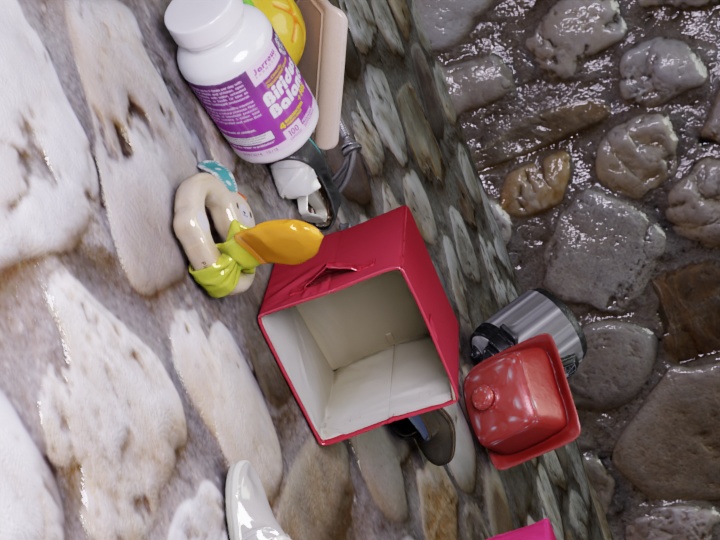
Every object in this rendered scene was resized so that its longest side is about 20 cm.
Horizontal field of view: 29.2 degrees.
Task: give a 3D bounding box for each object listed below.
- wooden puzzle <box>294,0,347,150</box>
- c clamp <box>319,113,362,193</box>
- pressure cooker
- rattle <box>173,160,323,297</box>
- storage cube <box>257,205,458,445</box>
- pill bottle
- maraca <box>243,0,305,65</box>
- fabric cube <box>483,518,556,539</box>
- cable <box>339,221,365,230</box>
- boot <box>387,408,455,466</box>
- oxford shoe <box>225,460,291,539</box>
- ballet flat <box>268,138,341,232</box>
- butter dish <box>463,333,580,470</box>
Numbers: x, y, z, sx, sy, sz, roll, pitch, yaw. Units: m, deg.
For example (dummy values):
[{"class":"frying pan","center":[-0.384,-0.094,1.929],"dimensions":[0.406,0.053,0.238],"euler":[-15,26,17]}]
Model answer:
[{"class":"wooden puzzle","center":[-0.064,-0.274,1.725],"dimensions":[0.200,0.037,0.185],"euler":[-129,-143,-49]},{"class":"c clamp","center":[-0.049,-0.203,1.803],"dimensions":[0.027,0.171,0.200],"euler":[-14,77,-34]},{"class":"pressure cooker","center":[0.302,0.152,2.599],"dimensions":[0.176,0.200,0.179],"euler":[61,-18,-15]},{"class":"rattle","center":[-0.103,-0.068,1.378],"dimensions":[0.130,0.143,0.200],"euler":[49,24,-10]},{"class":"storage cube","center":[0.005,0.056,1.552],"dimensions":[0.180,0.171,0.200],"euler":[-80,148,-65]},{"class":"pill bottle","center":[-0.132,-0.220,1.516],"dimensions":[0.200,0.112,0.112],"euler":[57,19,-46]},{"class":"maraca","center":[-0.125,-0.296,1.681],"dimensions":[0.200,0.107,0.137],"euler":[-117,-178,-72]},{"class":"fabric cube","center":[0.169,0.446,1.607],"dimensions":[0.199,0.200,0.196],"euler":[-82,149,-65]},{"class":"cable","center":[0.000,0.000,1.875],"dimensions":[0.200,0.050,0.097],"euler":[-85,155,-60]},{"class":"boot","center":[0.073,0.214,1.887],"dimensions":[0.097,0.075,0.200],"euler":[-59,137,-45]},{"class":"oxford shoe","center":[-0.072,0.259,1.203],"dimensions":[0.075,0.058,0.200],"euler":[35,36,-64]},{"class":"ballet flat","center":[-0.069,-0.110,1.728],"dimensions":[0.200,0.068,0.069],"euler":[51,35,-55]},{"class":"butter dish","center":[0.249,0.222,2.374],"dimensions":[0.148,0.199,0.200],"euler":[12,57,-48]}]
